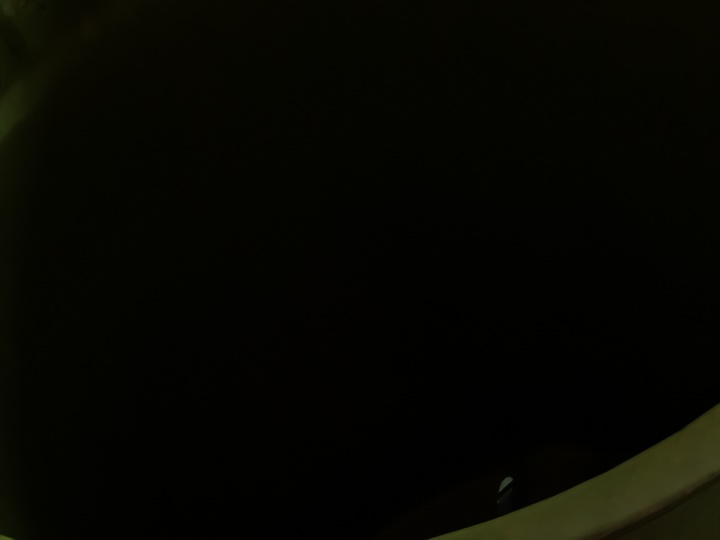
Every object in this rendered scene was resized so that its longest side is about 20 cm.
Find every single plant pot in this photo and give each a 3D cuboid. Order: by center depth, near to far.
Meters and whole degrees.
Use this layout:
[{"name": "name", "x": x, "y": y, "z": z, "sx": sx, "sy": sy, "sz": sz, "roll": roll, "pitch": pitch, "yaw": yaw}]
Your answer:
[{"name": "plant pot", "x": 0.016, "y": 0.026, "z": 0.466, "sx": 0.200, "sy": 0.199, "sz": 0.190, "roll": 56, "pitch": -10, "yaw": 41}]

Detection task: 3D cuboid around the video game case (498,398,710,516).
[{"name": "video game case", "x": 0.084, "y": 0.135, "z": 0.608, "sx": 0.200, "sy": 0.025, "sz": 0.181, "roll": 55, "pitch": -41, "yaw": 11}]

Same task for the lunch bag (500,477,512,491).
[{"name": "lunch bag", "x": 0.080, "y": 0.078, "z": 0.761, "sx": 0.200, "sy": 0.169, "sz": 0.128, "roll": 57, "pitch": 16, "yaw": -31}]
